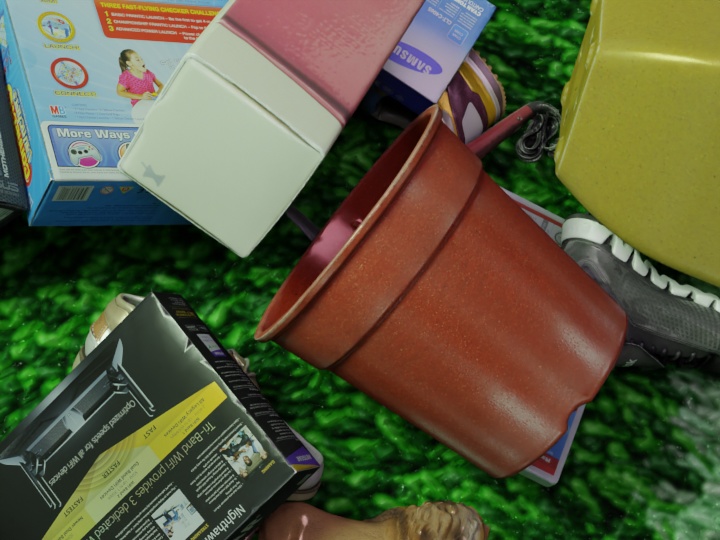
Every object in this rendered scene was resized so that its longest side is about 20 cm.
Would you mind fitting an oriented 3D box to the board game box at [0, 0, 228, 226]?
[{"bbox_3d":[-0.160,-0.129,1.072,0.199,0.056,0.197,-1,58,-33],"label":"board game box"}]

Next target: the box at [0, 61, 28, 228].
[{"bbox_3d":[-0.325,-0.075,1.045,0.051,0.199,0.159,12,57,-51],"label":"box"}]

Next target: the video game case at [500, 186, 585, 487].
[{"bbox_3d":[0.117,0.044,1.127,0.142,0.017,0.201,26,67,-5],"label":"video game case"}]

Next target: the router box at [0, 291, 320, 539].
[{"bbox_3d":[-0.151,0.139,0.997,0.200,0.052,0.157,-43,76,10],"label":"router box"}]

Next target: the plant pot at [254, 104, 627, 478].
[{"bbox_3d":[0.064,0.026,1.017,0.195,0.201,0.201,38,68,-8],"label":"plant pot"}]

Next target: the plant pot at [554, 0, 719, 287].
[{"bbox_3d":[0.253,-0.120,1.094,0.199,0.195,0.196,15,38,1],"label":"plant pot"}]

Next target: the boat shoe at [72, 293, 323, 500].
[{"bbox_3d":[-0.108,0.090,1.050,0.199,0.075,0.069,30,108,5],"label":"boat shoe"}]

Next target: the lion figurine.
[{"bbox_3d":[-0.014,0.198,1.032,0.199,0.073,0.123,15,60,4],"label":"lion figurine"}]

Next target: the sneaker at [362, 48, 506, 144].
[{"bbox_3d":[0.023,-0.175,1.182,0.090,0.075,0.200,-38,77,-25],"label":"sneaker"}]

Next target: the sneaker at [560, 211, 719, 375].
[{"bbox_3d":[0.220,0.046,1.115,0.199,0.066,0.091,33,68,-6],"label":"sneaker"}]

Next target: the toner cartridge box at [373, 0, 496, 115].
[{"bbox_3d":[-0.005,-0.212,1.128,0.199,0.043,0.095,33,77,-2],"label":"toner cartridge box"}]

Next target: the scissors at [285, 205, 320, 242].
[{"bbox_3d":[0.000,0.000,1.126,0.073,0.014,0.201,-30,82,-22],"label":"scissors"}]

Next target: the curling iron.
[{"bbox_3d":[0.080,-0.077,1.140,0.199,0.026,0.050,-28,58,-20],"label":"curling iron"}]

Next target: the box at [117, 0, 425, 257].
[{"bbox_3d":[-0.056,-0.130,1.011,0.109,0.128,0.200,35,46,-7],"label":"box"}]
